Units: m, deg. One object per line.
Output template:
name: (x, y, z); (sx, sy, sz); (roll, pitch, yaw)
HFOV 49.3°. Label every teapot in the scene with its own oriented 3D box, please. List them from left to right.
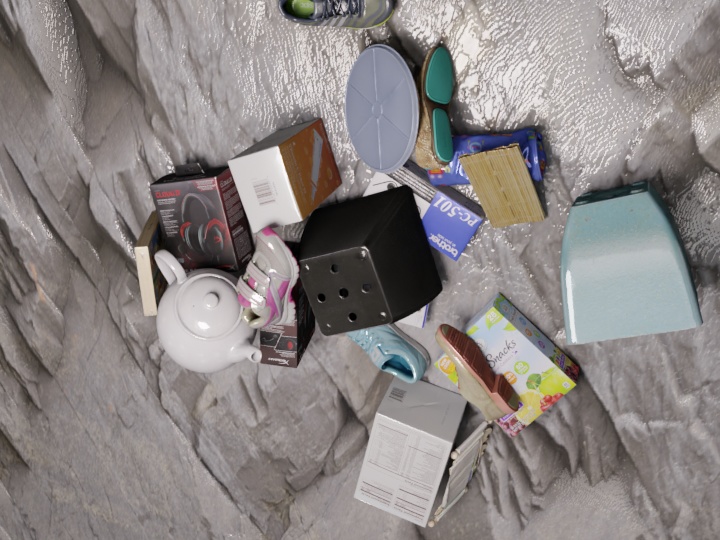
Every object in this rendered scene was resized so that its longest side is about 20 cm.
teapot: (-0.270, 0.073, 1.381); (0.195, 0.201, 0.146); (5, 156, -10)

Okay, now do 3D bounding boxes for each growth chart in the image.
growth chart: (0.192, 0.376, 1.473); (0.018, 0.144, 0.203); (30, 125, 28)

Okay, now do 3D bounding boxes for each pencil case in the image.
pencil case: (0.200, -0.183, 1.265); (0.196, 0.078, 0.089); (0, 100, 19)

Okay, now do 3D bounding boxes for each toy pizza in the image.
toy pizza: (0.038, -0.260, 1.270); (0.199, 0.031, 0.205); (24, 119, 52)

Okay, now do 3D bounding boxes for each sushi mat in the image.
sushi mat: (0.228, -0.130, 1.244); (0.094, 0.012, 0.200); (-6, 147, 24)

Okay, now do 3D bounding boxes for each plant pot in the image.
plant pot: (0.000, 0.000, 1.310); (0.196, 0.178, 0.203); (-11, 108, 26)
plant pot: (0.401, -0.023, 1.206); (0.192, 0.196, 0.204); (-11, 99, 23)

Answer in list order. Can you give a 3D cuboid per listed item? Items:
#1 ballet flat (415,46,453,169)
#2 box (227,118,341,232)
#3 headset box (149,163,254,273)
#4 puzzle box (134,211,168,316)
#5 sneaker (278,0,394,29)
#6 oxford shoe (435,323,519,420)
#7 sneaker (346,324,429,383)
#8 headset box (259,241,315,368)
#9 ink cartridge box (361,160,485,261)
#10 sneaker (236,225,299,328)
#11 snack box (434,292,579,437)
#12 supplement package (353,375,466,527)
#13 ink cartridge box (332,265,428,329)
ballet flat: (0.108, -0.254, 1.239); (0.065, 0.070, 0.204); (-17, 64, 48)
box: (-0.121, -0.163, 1.315); (0.096, 0.200, 0.127); (-12, 109, 22)
headset box: (-0.296, -0.101, 1.465); (0.146, 0.075, 0.204); (-3, 111, 21)
puzzle box: (-0.387, -0.017, 1.475); (0.025, 0.201, 0.136); (-3, 113, -4)
sneaker: (-0.042, -0.417, 1.248); (0.196, 0.081, 0.075); (2, 113, 18)
oxford shoe: (0.186, 0.182, 1.353); (0.073, 0.071, 0.201); (-37, 95, 32)
sneaker: (0.037, 0.138, 1.454); (0.197, 0.082, 0.075); (29, 118, 6)
headset box: (-0.132, 0.051, 1.436); (0.073, 0.149, 0.204); (6, 113, 8)
ink cartridge box: (0.108, -0.112, 1.345); (0.198, 0.044, 0.095); (33, 120, 4)
sneaker: (-0.154, 0.023, 1.263); (0.081, 0.087, 0.203); (39, 141, 37)
snack box: (0.259, 0.171, 1.399); (0.200, 0.068, 0.169); (42, 119, 1)
supplement package: (0.095, 0.334, 1.476); (0.148, 0.152, 0.203); (19, 117, 11)
ink cartridge box: (0.036, 0.031, 1.435); (0.196, 0.039, 0.101); (17, 116, 13)
